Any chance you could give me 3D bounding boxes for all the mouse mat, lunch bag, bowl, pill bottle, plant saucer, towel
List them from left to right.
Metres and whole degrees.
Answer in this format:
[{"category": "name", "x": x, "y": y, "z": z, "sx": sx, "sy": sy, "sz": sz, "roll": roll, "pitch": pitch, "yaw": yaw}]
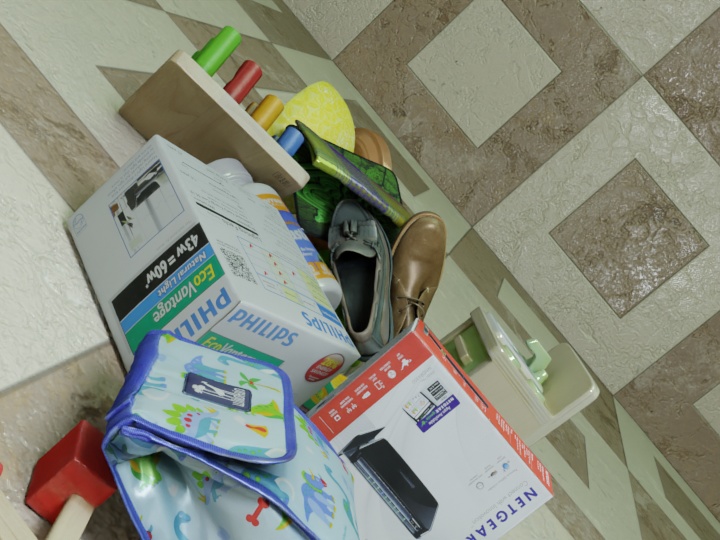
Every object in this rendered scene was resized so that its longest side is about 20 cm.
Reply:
[{"category": "lunch bag", "x": -0.090, "y": 0.141, "z": 0.674, "sx": 0.200, "sy": 0.127, "sz": 0.170, "roll": 49, "pitch": 6, "yaw": -15}, {"category": "pill bottle", "x": -0.115, "y": -0.023, "z": 1.085, "sx": 0.201, "sy": 0.112, "sz": 0.112, "roll": 55, "pitch": 15, "yaw": 20}, {"category": "bowl", "x": -0.067, "y": -0.142, "z": 1.334, "sx": 0.107, "sy": 0.201, "sz": 0.200, "roll": 41, "pitch": 13, "yaw": 8}, {"category": "plant saucer", "x": -0.028, "y": -0.107, "z": 1.407, "sx": 0.032, "sy": 0.201, "sz": 0.201, "roll": 18, "pitch": 29, "yaw": -32}, {"category": "mouse mat", "x": -0.011, "y": -0.090, "z": 1.241, "sx": 0.198, "sy": 0.007, "sz": 0.163, "roll": 18, "pitch": 51, "yaw": -39}, {"category": "towel", "x": 0.004, "y": -0.098, "z": 1.190, "sx": 0.199, "sy": 0.023, "sz": 0.144, "roll": 37, "pitch": 11, "yaw": -28}]

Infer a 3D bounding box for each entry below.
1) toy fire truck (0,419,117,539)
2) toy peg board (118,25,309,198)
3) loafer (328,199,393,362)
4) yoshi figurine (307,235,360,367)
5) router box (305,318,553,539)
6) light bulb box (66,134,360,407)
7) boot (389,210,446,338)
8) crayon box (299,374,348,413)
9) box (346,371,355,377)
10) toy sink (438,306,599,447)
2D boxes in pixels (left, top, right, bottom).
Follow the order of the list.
[{"category": "toy fire truck", "x": -0.202, "y": 0.136, "z": 0.529, "sx": 0.141, "sy": 0.049, "sz": 0.201, "roll": 44, "pitch": 16, "yaw": -27}, {"category": "toy peg board", "x": -0.155, "y": -0.178, "z": 1.166, "sx": 0.199, "sy": 0.098, "sz": 0.199, "roll": 43, "pitch": -26, "yaw": -18}, {"category": "loafer", "x": 0.000, "y": 0.000, "z": 1.112, "sx": 0.063, "sy": 0.071, "sz": 0.203, "roll": 60, "pitch": 18, "yaw": -61}, {"category": "yoshi figurine", "x": -0.051, "y": 0.027, "z": 1.193, "sx": 0.111, "sy": 0.113, "sz": 0.201, "roll": 14, "pitch": 37, "yaw": -39}, {"category": "router box", "x": 0.032, "y": 0.174, "z": 0.841, "sx": 0.180, "sy": 0.200, "sz": 0.049, "roll": 48, "pitch": 13, "yaw": -1}, {"category": "light bulb box", "x": -0.132, "y": 0.017, "z": 0.900, "sx": 0.198, "sy": 0.124, "sz": 0.201, "roll": 30, "pitch": 24, "yaw": -55}, {"category": "boot", "x": 0.061, "y": 0.033, "z": 1.146, "sx": 0.073, "sy": 0.203, "sz": 0.076, "roll": 13, "pitch": 15, "yaw": -16}, {"category": "crayon box", "x": 0.011, "y": 0.202, "z": 0.997, "sx": 0.118, "sy": 0.058, "sz": 0.201, "roll": 32, "pitch": 23, "yaw": -50}, {"category": "box", "x": 0.062, "y": 0.212, "z": 1.153, "sx": 0.201, "sy": 0.046, "sz": 0.159, "roll": 55, "pitch": 15, "yaw": 20}, {"category": "toy sink", "x": 0.132, "y": 0.124, "z": 1.054, "sx": 0.112, "sy": 0.199, "sz": 0.131, "roll": 51, "pitch": 9, "yaw": -16}]
